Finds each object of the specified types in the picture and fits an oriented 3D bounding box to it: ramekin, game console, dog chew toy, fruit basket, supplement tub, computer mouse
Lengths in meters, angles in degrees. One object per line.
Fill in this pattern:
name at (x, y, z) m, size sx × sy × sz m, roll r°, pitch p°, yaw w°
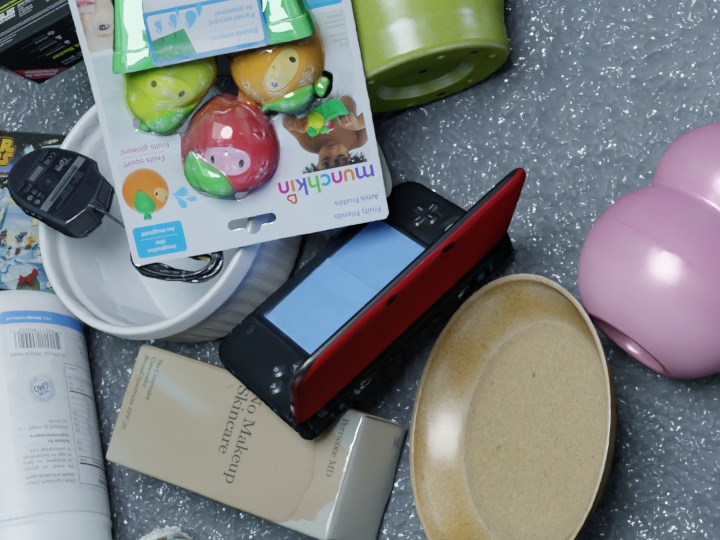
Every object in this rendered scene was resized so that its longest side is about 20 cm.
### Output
ramekin at (-0.138, -0.039, 1.022) m, size 0.198 × 0.105 × 0.203 m, roll -7°, pitch 74°, yaw 25°
game console at (0.000, 0.000, 0.881) m, size 0.200 × 0.119 × 0.172 m, roll -41°, pitch 45°, yaw -15°
dog chew toy at (0.225, -0.033, 0.828) m, size 0.124 × 0.125 × 0.201 m, roll 35°, pitch 87°, yaw 30°
fruit basket at (-0.086, -0.112, 0.880) m, size 0.183 × 0.094 × 0.203 m, roll -10°, pitch 102°, yaw 2°
supplement tub at (-0.268, 0.129, 1.030) m, size 0.131 × 0.132 × 0.202 m, roll -20°, pitch 68°, yaw 21°
computer mouse at (-0.179, -0.036, 0.968) m, size 0.199 × 0.034 × 0.059 m, roll 27°, pitch 70°, yaw 25°

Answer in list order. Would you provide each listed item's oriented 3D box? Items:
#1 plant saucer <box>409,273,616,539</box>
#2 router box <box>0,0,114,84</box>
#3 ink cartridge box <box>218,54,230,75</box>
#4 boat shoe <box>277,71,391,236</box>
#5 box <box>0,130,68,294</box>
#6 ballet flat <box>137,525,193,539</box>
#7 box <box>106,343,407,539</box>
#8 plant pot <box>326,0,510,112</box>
plant saucer at (0.103, 0.105, 0.863) m, size 0.200 × 0.035 × 0.203 m, roll -27°, pitch 57°, yaw 51°
router box at (-0.191, -0.247, 0.960) m, size 0.198 × 0.062 × 0.152 m, roll -22°, pitch 71°, yaw 20°
ink cartridge box at (-0.165, -0.274, 1.073) m, size 0.146 × 0.144 × 0.203 m, roll 2°, pitch 78°, yaw 27°
boat shoe at (-0.033, -0.117, 1.003) m, size 0.060 × 0.072 × 0.203 m, roll -41°, pitch 48°, yaw 31°
box at (-0.290, -0.048, 1.139) m, size 0.198 × 0.040 × 0.139 m, roll 7°, pitch 81°, yaw 28°
ballet flat at (-0.157, 0.290, 0.975) m, size 0.071 × 0.072 × 0.203 m, roll 0°, pitch 72°, yaw 27°
box at (-0.076, 0.126, 0.961) m, size 0.198 × 0.078 × 0.096 m, roll 12°, pitch 82°, yaw 29°
plant pot at (0.021, -0.225, 0.952) m, size 0.198 × 0.200 × 0.195 m, roll -19°, pitch 80°, yaw 22°
